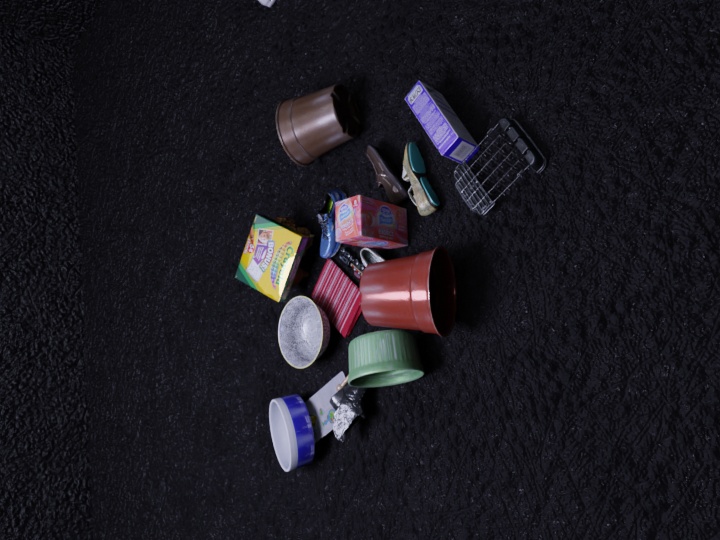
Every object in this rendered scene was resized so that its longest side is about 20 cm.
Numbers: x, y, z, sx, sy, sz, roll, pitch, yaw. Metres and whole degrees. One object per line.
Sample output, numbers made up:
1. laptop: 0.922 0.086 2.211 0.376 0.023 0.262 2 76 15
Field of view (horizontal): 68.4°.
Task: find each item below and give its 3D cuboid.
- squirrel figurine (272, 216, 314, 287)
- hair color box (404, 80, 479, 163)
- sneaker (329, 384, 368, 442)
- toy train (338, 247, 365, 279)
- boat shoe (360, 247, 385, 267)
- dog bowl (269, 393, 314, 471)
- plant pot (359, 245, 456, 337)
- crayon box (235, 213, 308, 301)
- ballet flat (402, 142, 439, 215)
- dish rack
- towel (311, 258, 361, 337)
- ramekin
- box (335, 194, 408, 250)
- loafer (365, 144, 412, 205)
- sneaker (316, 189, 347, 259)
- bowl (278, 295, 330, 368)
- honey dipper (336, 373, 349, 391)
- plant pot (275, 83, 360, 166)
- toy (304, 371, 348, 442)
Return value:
1. squirrel figurine: -0.232 -0.054 1.652 0.201 0.139 0.189 -49 63 29
2. hair color box: 0.200 -0.364 1.307 0.065 0.107 0.205 -42 60 31
3. sneaker: -0.008 0.351 1.422 0.198 0.060 0.105 -40 65 -1
4. toy train: 0.000 0.000 1.499 0.199 0.033 0.047 41 114 37
5. boat shoe: 0.068 0.016 1.395 0.199 0.062 0.073 40 95 24
6. dog bowl: -0.203 0.473 1.553 0.199 0.076 0.209 30 124 58
7. plant pot: 0.110 0.052 1.261 0.188 0.199 0.210 -3 83 28
8. crayon box: -0.266 -0.038 1.581 0.168 0.058 0.207 24 99 20
9. ballet flat: 0.143 -0.234 1.375 0.070 0.069 0.207 -32 67 34
10. dish rack: 0.313 -0.236 1.231 0.200 0.053 0.157 -46 56 31
11. towel: -0.065 0.079 1.559 0.200 0.022 0.148 44 116 38
12. ramekin: 0.059 0.220 1.322 0.196 0.196 0.102 -24 62 36
13. box: 0.032 -0.120 1.374 0.092 0.196 0.107 -9 78 41
14. loafer: 0.062 -0.260 1.444 0.071 0.072 0.204 -45 58 27
15. sneaker: -0.099 -0.139 1.567 0.077 0.087 0.209 9 91 42
16. bowl: -0.150 0.182 1.576 0.195 0.092 0.210 -5 82 41
17. honey dipper: -0.001 0.257 1.449 0.038 0.038 0.202 45 105 34
18. plant pot: -0.115 -0.437 1.556 0.192 0.198 0.209 -13 77 32
19. toy: -0.083 0.394 1.524 0.199 0.047 0.118 -41 62 25
